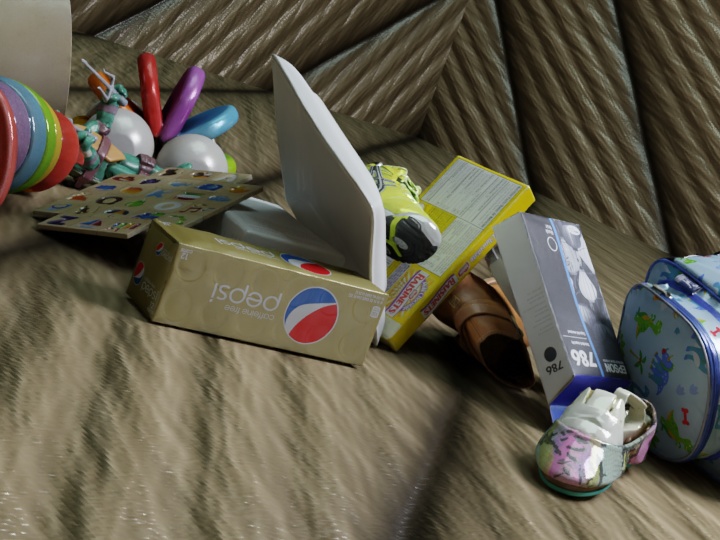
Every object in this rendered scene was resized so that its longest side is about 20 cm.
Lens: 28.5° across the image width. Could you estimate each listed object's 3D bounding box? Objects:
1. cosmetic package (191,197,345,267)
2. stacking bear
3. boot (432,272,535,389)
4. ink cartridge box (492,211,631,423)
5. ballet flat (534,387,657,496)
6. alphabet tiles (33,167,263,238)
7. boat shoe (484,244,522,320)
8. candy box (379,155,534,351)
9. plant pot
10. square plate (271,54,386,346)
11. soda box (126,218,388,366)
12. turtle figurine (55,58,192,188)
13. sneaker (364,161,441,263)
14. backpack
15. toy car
[{"bbox_3d":[-0.099,-0.018,1.309,0.101,0.074,0.200,16,8,-24],"label":"cosmetic package"},{"bbox_3d":[-0.322,-0.116,1.293,0.121,0.114,0.200,23,5,11],"label":"stacking bear"},{"bbox_3d":[0.135,0.064,1.386,0.200,0.074,0.155,30,15,-40],"label":"boot"},{"bbox_3d":[0.185,0.049,1.259,0.099,0.039,0.201,8,61,-49],"label":"ink cartridge box"},{"bbox_3d":[0.191,0.127,1.118,0.069,0.072,0.200,26,11,23],"label":"ballet flat"},{"bbox_3d":[-0.192,-0.064,1.294,0.166,0.006,0.200,6,21,27],"label":"alphabet tiles"},{"bbox_3d":[0.200,0.044,1.369,0.200,0.068,0.072,53,12,-12],"label":"boat shoe"},{"bbox_3d":[0.065,-0.020,1.340,0.102,0.200,0.026,31,-18,43],"label":"candy box"},{"bbox_3d":[-0.445,-0.250,1.618,0.199,0.188,0.187,1,16,-21],"label":"plant pot"},{"bbox_3d":[-0.023,-0.063,1.258,0.028,0.200,0.199,-23,56,-15],"label":"square plate"},{"bbox_3d":[-0.081,0.019,1.146,0.199,0.068,0.064,15,12,-33],"label":"soda box"},{"bbox_3d":[-0.270,-0.132,1.483,0.200,0.101,0.150,33,33,-22],"label":"turtle figurine"},{"bbox_3d":[0.024,-0.065,1.325,0.076,0.076,0.200,53,-11,-29],"label":"sneaker"},{"bbox_3d":[0.323,0.097,1.264,0.146,0.184,0.200,-9,29,-30],"label":"backpack"},{"bbox_3d":[-0.229,-0.170,1.634,0.199,0.151,0.175,18,9,-15],"label":"toy car"}]
